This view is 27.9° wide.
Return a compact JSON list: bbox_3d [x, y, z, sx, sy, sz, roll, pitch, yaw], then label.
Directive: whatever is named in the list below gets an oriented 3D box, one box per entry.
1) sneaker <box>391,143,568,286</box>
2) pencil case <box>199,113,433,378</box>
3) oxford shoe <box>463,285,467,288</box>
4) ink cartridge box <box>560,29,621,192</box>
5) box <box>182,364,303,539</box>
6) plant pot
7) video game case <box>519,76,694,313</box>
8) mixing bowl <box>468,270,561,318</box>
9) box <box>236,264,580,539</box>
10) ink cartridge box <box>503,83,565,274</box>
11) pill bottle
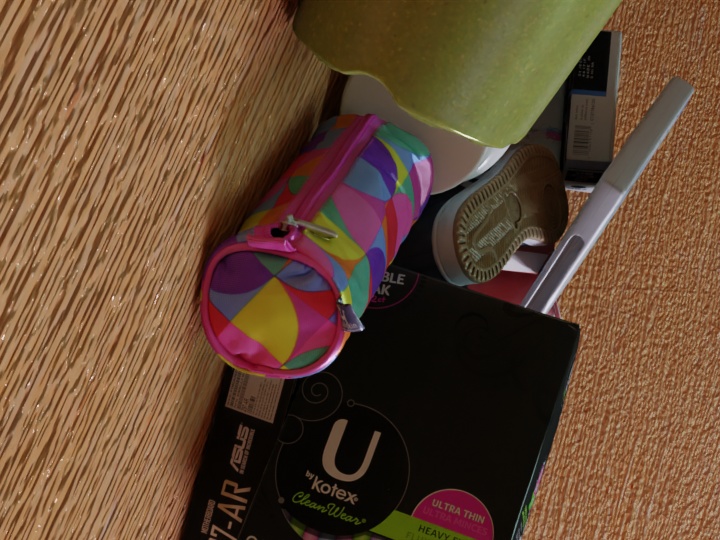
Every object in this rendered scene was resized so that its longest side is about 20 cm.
[{"bbox_3d":[0.064,-0.032,0.983,0.200,0.108,0.071,-31,105,-57],"label":"sneaker"},{"bbox_3d":[-0.019,-0.020,0.781,0.200,0.088,0.089,-60,166,-61],"label":"pencil case"},{"bbox_3d":[0.041,0.045,1.009,0.072,0.071,0.201,105,0,-51],"label":"oxford shoe"},{"bbox_3d":[0.178,-0.119,1.147,0.200,0.039,0.101,41,53,-82],"label":"ink cartridge box"},{"bbox_3d":[-0.059,0.112,0.923,0.160,0.043,0.202,-47,154,-72],"label":"box"},{"bbox_3d":[0.062,-0.170,0.706,0.185,0.199,0.200,-61,175,17],"label":"plant pot"},{"bbox_3d":[0.169,-0.035,1.065,0.200,0.022,0.183,-48,169,-53],"label":"video game case"},{"bbox_3d":[0.065,0.042,1.226,0.108,0.200,0.201,-23,144,-29],"label":"mixing bowl"},{"bbox_3d":[0.030,0.119,0.859,0.125,0.147,0.201,85,26,-65],"label":"box"},{"bbox_3d":[0.098,-0.107,1.141,0.068,0.115,0.202,100,-4,-75],"label":"ink cartridge box"},{"bbox_3d":[0.057,-0.121,0.949,0.200,0.112,0.114,-54,160,-66],"label":"pill bottle"}]
